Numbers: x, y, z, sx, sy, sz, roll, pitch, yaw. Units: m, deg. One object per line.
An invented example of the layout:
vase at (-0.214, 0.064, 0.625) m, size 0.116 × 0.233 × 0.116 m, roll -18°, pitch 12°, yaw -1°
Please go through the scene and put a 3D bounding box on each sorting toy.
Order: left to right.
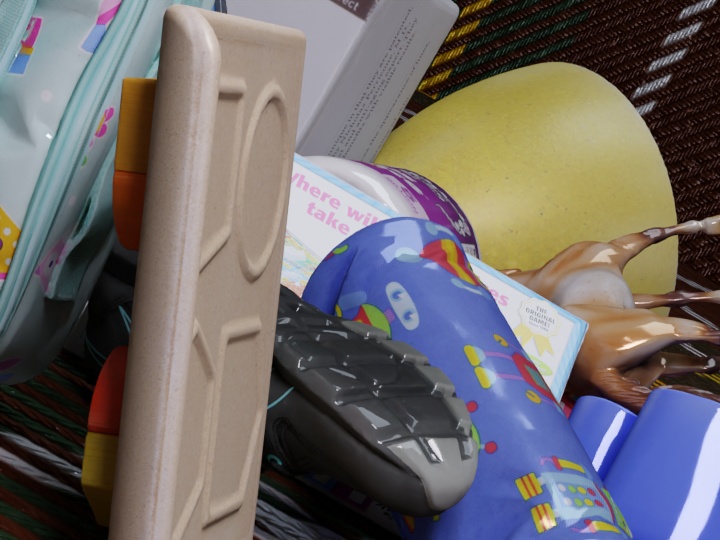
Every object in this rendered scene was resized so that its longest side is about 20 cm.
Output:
sorting toy at (-0.055, 0.010, 0.869) m, size 0.036 × 0.186 × 0.200 m, roll 7°, pitch 4°, yaw 6°

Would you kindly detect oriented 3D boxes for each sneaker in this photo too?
sneaker at (-0.034, 0.047, 1.014) m, size 0.075 × 0.080 × 0.200 m, roll 4°, pitch 24°, yaw -47°

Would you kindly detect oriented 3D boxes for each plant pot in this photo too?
plant pot at (0.064, -0.016, 1.556) m, size 0.142 × 0.201 × 0.200 m, roll -7°, pitch 30°, yaw -36°

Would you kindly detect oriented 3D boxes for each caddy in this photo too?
caddy at (0.157, 0.132, 1.157) m, size 0.200 × 0.105 × 0.141 m, roll 27°, pitch -15°, yaw -19°

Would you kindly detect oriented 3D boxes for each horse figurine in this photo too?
horse figurine at (0.128, 0.025, 1.254) m, size 0.132 × 0.050 × 0.200 m, roll -9°, pitch 26°, yaw -7°

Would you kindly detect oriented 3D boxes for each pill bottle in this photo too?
pill bottle at (0.000, 0.000, 1.376) m, size 0.112 × 0.113 × 0.200 m, roll 32°, pitch 7°, yaw 13°

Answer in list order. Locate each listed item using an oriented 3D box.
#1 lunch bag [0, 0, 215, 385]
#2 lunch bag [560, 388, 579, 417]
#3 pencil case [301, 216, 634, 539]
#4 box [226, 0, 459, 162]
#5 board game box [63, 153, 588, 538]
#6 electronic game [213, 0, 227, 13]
lunch bag at (-0.139, -0.069, 0.909) m, size 0.160 × 0.201 × 0.077 m, roll 26°, pitch 7°, yaw 24°
lunch bag at (0.119, 0.093, 1.337) m, size 0.200 × 0.082 × 0.176 m, roll 23°, pitch 9°, yaw -40°
pencil case at (0.036, 0.068, 1.038) m, size 0.078 × 0.087 × 0.200 m, roll 50°, pitch 8°, yaw -47°
box at (-0.087, -0.116, 1.474) m, size 0.199 × 0.200 × 0.131 m, roll 33°, pitch 5°, yaw 18°
board game box at (-0.010, 0.027, 1.153) m, size 0.200 × 0.034 × 0.135 m, roll 30°, pitch 47°, yaw -5°
electronic game at (-0.167, -0.125, 1.364) m, size 0.200 × 0.200 × 0.042 m, roll 33°, pitch -30°, yaw 21°
